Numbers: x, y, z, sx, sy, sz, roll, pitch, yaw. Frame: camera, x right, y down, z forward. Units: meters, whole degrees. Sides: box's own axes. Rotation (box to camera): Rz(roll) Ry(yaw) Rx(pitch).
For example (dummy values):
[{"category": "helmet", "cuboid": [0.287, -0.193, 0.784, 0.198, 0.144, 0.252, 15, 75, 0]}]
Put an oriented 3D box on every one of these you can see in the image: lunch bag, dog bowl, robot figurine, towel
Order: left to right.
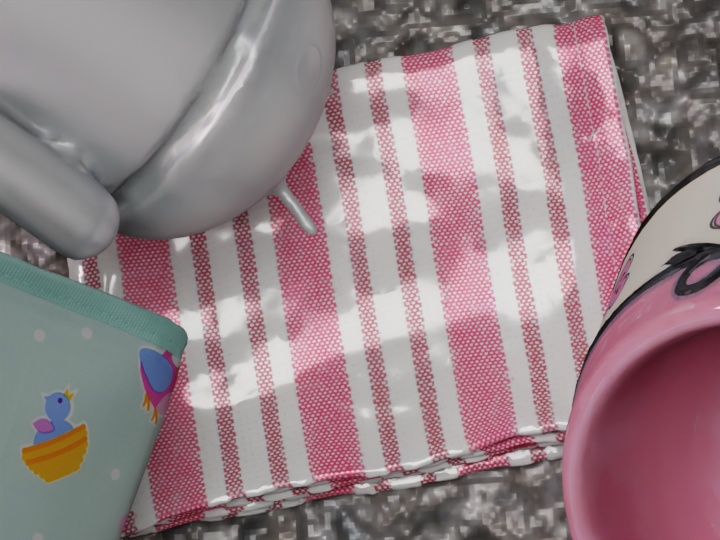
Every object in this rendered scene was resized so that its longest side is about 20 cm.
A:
[{"category": "lunch bag", "cuboid": [-0.175, 0.057, 0.831, 0.199, 0.122, 0.171, 26, 79, -31]}, {"category": "robot figurine", "cuboid": [-0.090, -0.084, 0.877, 0.199, 0.113, 0.170, 32, 52, -22]}, {"category": "towel", "cuboid": [0.000, 0.000, 0.936, 0.199, 0.030, 0.147, -11, 74, 1]}, {"category": "dog bowl", "cuboid": [0.147, 0.063, 0.821, 0.200, 0.201, 0.074, 35, 43, 12]}]
